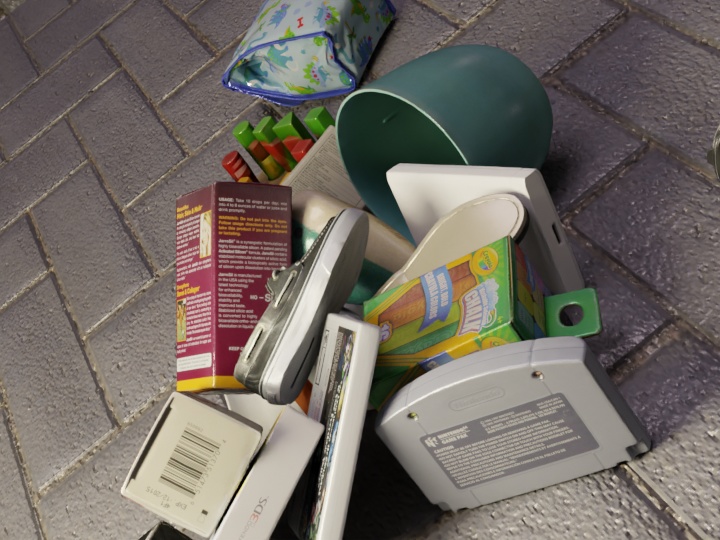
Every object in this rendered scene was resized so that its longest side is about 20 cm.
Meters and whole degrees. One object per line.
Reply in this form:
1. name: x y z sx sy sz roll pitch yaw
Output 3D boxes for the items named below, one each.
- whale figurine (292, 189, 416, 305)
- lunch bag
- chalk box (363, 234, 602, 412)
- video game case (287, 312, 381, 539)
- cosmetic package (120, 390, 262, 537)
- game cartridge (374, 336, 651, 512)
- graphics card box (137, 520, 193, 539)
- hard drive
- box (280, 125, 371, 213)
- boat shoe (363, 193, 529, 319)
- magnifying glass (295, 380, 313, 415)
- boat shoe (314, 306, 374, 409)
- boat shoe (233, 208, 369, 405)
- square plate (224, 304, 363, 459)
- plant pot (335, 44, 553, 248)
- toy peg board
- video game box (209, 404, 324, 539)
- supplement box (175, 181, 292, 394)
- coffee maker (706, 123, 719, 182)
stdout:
1. whale figurine: 0.000 0.000 1.625 0.200 0.159 0.104 32 96 24
2. lunch bag: -0.077 -0.315 2.178 0.200 0.127 0.170 -4 43 32
3. chalk box: 0.114 0.065 1.423 0.200 0.124 0.124 -27 32 21
4. video game case: -0.024 0.140 1.409 0.182 0.023 0.200 -173 94 -80
5. cosmetic package: -0.145 0.166 1.437 0.103 0.087 0.200 -63 0 -6
6. game cartridge: 0.119 0.124 1.326 0.200 0.133 0.041 -21 34 28
7. graphics card box: -0.219 0.309 1.456 0.126 0.051 0.200 -60 9 -35
8. hard drive: 0.118 -0.040 1.560 0.027 0.132 0.200 -38 26 -29
9. box: -0.057 -0.053 1.795 0.200 0.095 0.078 -50 -9 -22
10. boat shoe: 0.089 0.002 1.510 0.200 0.063 0.073 -43 53 24
11. magnifying glass: -0.078 0.095 1.609 0.200 0.022 0.080 42 125 55
12. boat shoe: -0.028 0.069 1.580 0.072 0.069 0.200 -38 30 1
13. boat shoe: -0.059 0.025 1.514 0.071 0.072 0.200 22 78 22
14. square plate: -0.050 0.096 1.666 0.198 0.028 0.200 -36 29 5
15. plant pot: 0.102 -0.138 1.668 0.161 0.201 0.201 -39 26 -29
16. toy peg board: -0.106 -0.100 1.936 0.200 0.098 0.199 -5 43 46
17. video game box: -0.107 0.235 1.408 0.200 0.047 0.182 -62 -1 -28
18. supplement box: -0.125 0.020 1.595 0.110 0.086 0.200 -14 75 63
19. coffee maker: 0.409 -0.156 1.393 0.192 0.135 0.200 -15 37 35
